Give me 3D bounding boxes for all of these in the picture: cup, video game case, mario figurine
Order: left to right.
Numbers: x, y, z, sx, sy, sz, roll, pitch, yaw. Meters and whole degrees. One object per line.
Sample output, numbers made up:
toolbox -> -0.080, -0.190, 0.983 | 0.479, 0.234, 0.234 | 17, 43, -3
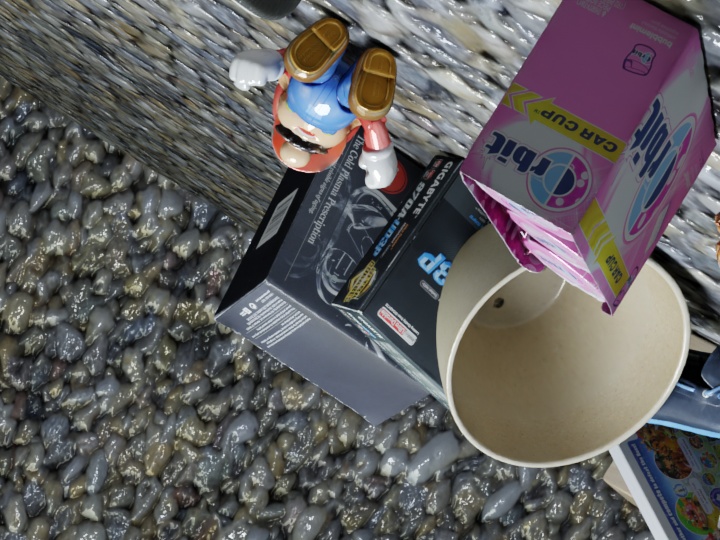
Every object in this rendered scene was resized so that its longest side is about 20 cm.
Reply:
mario figurine -> -0.031, -0.112, 1.426 | 0.200, 0.106, 0.124 | 131, 115, -78
cup -> 0.140, 0.035, 1.536 | 0.200, 0.200, 0.143 | 34, -166, -32
video game case -> 0.313, 0.171, 1.580 | 0.143, 0.200, 0.018 | 65, 150, 28

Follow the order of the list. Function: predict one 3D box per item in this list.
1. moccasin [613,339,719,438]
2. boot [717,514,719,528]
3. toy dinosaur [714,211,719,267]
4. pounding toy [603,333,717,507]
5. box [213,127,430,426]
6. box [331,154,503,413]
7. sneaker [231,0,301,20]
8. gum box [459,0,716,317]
moccasin -> 0.285, 0.092, 1.535 | 0.200, 0.068, 0.080 | 3, -159, 31
boot -> 0.405, 0.187, 1.510 | 0.200, 0.186, 0.064 | 33, 143, 27
toy dinosaur -> 0.238, 0.004, 1.068 | 0.200, 0.102, 0.136 | 5, -145, -48
pounding toy -> 0.325, 0.187, 1.714 | 0.184, 0.200, 0.142 | 29, 174, 29
box -> 0.000, 0.000, 1.727 | 0.182, 0.200, 0.104 | 34, 145, -16
box -> 0.091, 0.024, 1.632 | 0.200, 0.159, 0.046 | 44, 165, -31
sneaker -> -0.126, -0.217, 1.148 | 0.115, 0.076, 0.200 | 26, 175, 39
gum box -> 0.122, -0.057, 0.986 | 0.066, 0.114, 0.200 | 30, 175, 18
